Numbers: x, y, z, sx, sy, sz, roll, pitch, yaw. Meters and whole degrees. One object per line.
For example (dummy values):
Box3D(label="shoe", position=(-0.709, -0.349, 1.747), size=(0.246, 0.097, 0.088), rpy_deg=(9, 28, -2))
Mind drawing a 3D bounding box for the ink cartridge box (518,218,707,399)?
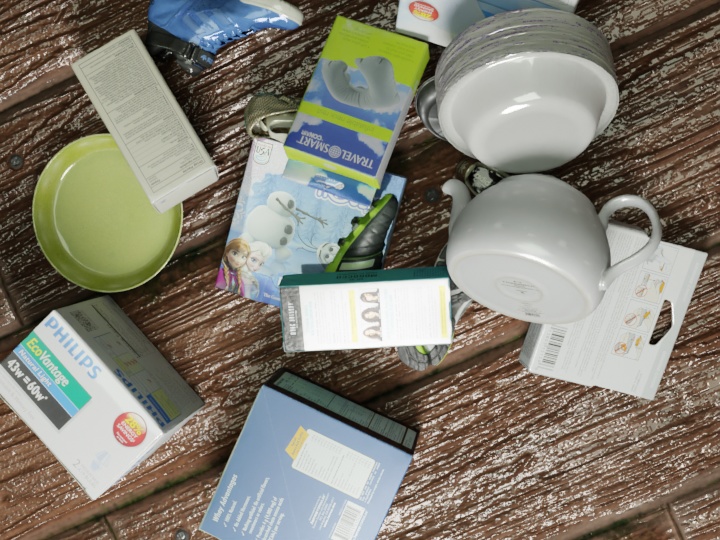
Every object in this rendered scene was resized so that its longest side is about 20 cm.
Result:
Box3D(label="ink cartridge box", position=(0.305, 0.043, 1.453), size=(0.172, 0.044, 0.202), rpy_deg=(14, 103, -16))

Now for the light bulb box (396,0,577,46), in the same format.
Box3D(label="light bulb box", position=(0.154, -0.342, 1.350), size=(0.197, 0.200, 0.126), rpy_deg=(19, 68, 5))

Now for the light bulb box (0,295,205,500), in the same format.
Box3D(label="light bulb box", position=(-0.318, 0.148, 1.467), size=(0.125, 0.200, 0.198), rpy_deg=(-43, 88, 8))

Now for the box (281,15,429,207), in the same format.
Box3D(label="box", position=(-0.008, -0.189, 1.413), size=(0.121, 0.048, 0.201), rpy_deg=(19, 79, 10))

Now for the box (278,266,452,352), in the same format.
Box3D(label="box", position=(0.007, 0.045, 1.401), size=(0.198, 0.049, 0.083), rpy_deg=(-3, 106, 4))

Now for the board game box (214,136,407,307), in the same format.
Box3D(label="board game box", position=(-0.062, -0.047, 1.500), size=(0.198, 0.043, 0.201), rpy_deg=(16, 95, 5))

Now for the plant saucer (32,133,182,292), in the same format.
Box3D(label="plant saucer", position=(-0.321, -0.073, 1.536), size=(0.198, 0.031, 0.202), rpy_deg=(0, 93, 7))

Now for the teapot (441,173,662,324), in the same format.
Box3D(label="teapot", position=(0.201, -0.041, 1.344), size=(0.199, 0.197, 0.147), rpy_deg=(28, 66, -13))

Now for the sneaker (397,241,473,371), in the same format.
Box3D(label="sneaker", position=(0.107, 0.024, 1.464), size=(0.074, 0.081, 0.201), rpy_deg=(33, 97, -3))

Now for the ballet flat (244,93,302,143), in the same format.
Box3D(label="ballet flat", position=(-0.045, -0.179, 1.465), size=(0.198, 0.068, 0.076), rpy_deg=(0, 50, 1))

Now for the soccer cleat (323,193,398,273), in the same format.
Box3D(label="soccer cleat", position=(0.000, 0.000, 1.448), size=(0.081, 0.068, 0.201), rpy_deg=(31, 104, -7))

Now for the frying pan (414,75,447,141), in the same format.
Box3D(label="frying pan", position=(0.157, -0.186, 1.435), size=(0.188, 0.115, 0.031), rpy_deg=(8, 54, 8))

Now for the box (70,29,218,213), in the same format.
Box3D(label="box", position=(-0.263, -0.181, 1.473), size=(0.094, 0.078, 0.201), rpy_deg=(-29, 85, -6))

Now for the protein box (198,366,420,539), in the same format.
Box3D(label="protein box", position=(-0.059, 0.257, 1.475), size=(0.199, 0.135, 0.200), rpy_deg=(25, 97, 4))

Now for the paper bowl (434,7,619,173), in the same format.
Box3D(label="paper bowl", position=(0.183, -0.183, 1.315), size=(0.199, 0.201, 0.105), rpy_deg=(-8, 60, 7))

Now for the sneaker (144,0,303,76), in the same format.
Box3D(label="sneaker", position=(-0.172, -0.288, 1.477), size=(0.198, 0.077, 0.112), rpy_deg=(11, 90, 10))

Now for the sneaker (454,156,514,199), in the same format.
Box3D(label="sneaker", position=(0.197, -0.068, 1.450), size=(0.199, 0.076, 0.071), rpy_deg=(32, 97, 4))
